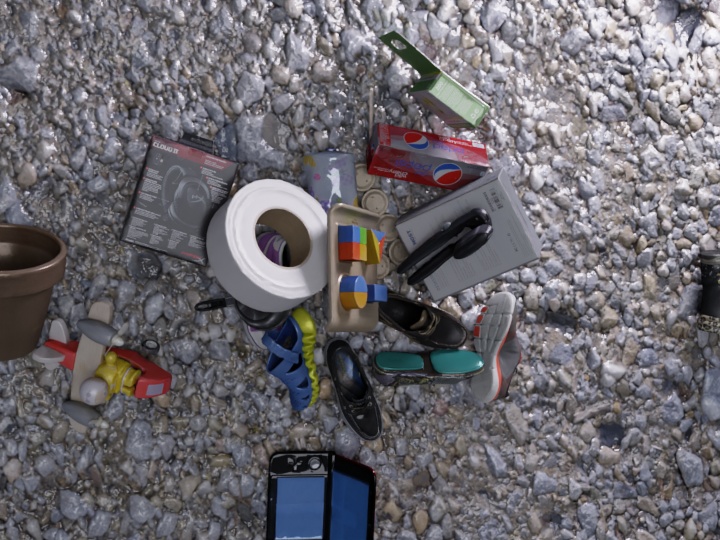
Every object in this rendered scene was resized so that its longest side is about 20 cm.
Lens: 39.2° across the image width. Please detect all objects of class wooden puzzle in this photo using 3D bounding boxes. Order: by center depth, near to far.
[{"bbox_3d":[0.000,0.000,1.628,0.046,0.185,0.200,2,87,23],"label":"wooden puzzle"}]

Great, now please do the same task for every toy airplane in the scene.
[{"bbox_3d":[-0.431,0.160,1.626,0.199,0.141,0.200,-25,117,13],"label":"toy airplane"}]

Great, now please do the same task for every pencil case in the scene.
[{"bbox_3d":[-0.048,-0.102,1.685,0.090,0.083,0.200,-5,98,-2],"label":"pencil case"}]

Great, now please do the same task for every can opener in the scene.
[{"bbox_3d":[0.136,-0.039,1.661,0.200,0.079,0.063,-30,93,35],"label":"can opener"}]

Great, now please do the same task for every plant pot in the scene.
[{"bbox_3d":[-0.562,0.040,1.579,0.200,0.200,0.175,2,115,-11],"label":"plant pot"}]

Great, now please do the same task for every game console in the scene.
[{"bbox_3d":[-0.071,0.423,1.743,0.172,0.119,0.200,2,96,-12],"label":"game console"}]

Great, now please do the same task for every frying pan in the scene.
[{"bbox_3d":[-0.196,0.033,1.656,0.190,0.031,0.115,14,101,25],"label":"frying pan"}]

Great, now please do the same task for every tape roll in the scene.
[{"bbox_3d":[-0.137,-0.040,1.584,0.202,0.071,0.203,15,62,-29],"label":"tape roll"}]

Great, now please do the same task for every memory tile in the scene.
[{"bbox_3d":[-0.008,-0.072,1.747,0.153,0.017,0.200,-30,102,-6],"label":"memory tile"}]

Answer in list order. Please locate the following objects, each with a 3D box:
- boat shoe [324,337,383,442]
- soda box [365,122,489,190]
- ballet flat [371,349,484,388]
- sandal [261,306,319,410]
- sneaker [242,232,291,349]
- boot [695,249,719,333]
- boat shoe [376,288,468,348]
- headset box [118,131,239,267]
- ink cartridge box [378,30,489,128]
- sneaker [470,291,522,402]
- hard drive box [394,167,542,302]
[{"bbox_3d":[-0.007,0.212,1.756,0.070,0.066,0.200,-19,100,-8],"label":"boat shoe"},{"bbox_3d":[0.113,-0.190,1.720,0.200,0.063,0.070,10,135,-12],"label":"soda box"},{"bbox_3d":[0.117,0.176,1.782,0.200,0.072,0.072,1,97,-8],"label":"ballet flat"},{"bbox_3d":[-0.120,0.154,1.696,0.087,0.079,0.200,-19,124,-22],"label":"sandal"},{"bbox_3d":[-0.142,0.040,1.678,0.073,0.114,0.201,-3,99,-33],"label":"sneaker"},{"bbox_3d":[0.722,0.042,1.881,0.203,0.073,0.154,3,99,-8],"label":"boot"},{"bbox_3d":[0.100,0.091,1.759,0.200,0.073,0.075,20,93,-13],"label":"boat shoe"},{"bbox_3d":[-0.294,-0.124,1.653,0.149,0.077,0.200,17,92,-13],"label":"headset box"},{"bbox_3d":[0.108,-0.312,1.674,0.200,0.146,0.048,35,91,-13],"label":"ink cartridge box"},{"bbox_3d":[0.252,0.137,1.810,0.082,0.077,0.200,7,97,-39],"label":"sneaker"},{"bbox_3d":[0.183,-0.059,1.714,0.200,0.077,0.156,-23,103,20],"label":"hard drive box"}]
